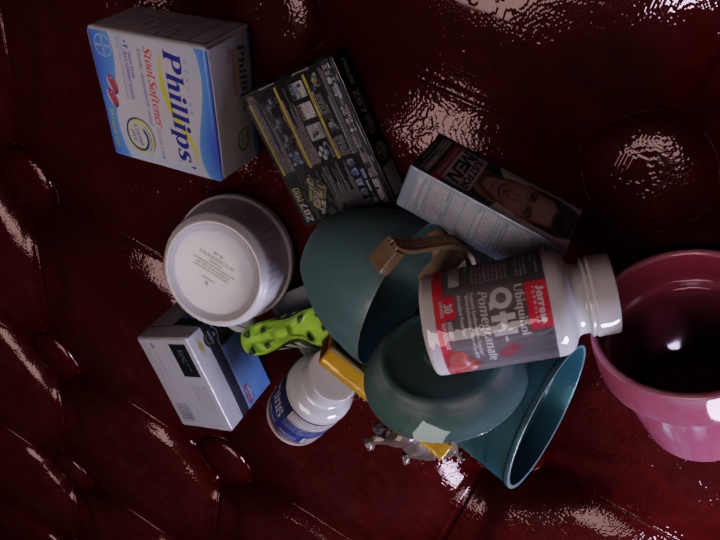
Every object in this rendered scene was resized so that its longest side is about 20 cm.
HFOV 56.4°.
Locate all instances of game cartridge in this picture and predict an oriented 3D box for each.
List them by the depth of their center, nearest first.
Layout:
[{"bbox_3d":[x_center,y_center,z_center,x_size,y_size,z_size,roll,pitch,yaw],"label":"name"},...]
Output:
[{"bbox_3d":[0.029,0.162,0.912,0.199,0.176,0.033,41,91,-2],"label":"game cartridge"}]

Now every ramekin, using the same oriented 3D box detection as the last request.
[{"bbox_3d":[-0.207,-0.009,1.024,0.198,0.094,0.207,4,108,12],"label":"ramekin"}]

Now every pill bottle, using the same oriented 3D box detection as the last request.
[{"bbox_3d":[0.167,0.041,0.712,0.196,0.111,0.112,-12,117,15],"label":"pill bottle"},{"bbox_3d":[-0.075,0.198,1.064,0.110,0.111,0.200,39,144,1],"label":"pill bottle"}]

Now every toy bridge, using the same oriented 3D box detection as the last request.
[{"bbox_3d":[0.097,-0.005,0.782,0.067,0.198,0.027,-50,49,18],"label":"toy bridge"}]

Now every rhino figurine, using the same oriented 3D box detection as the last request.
[{"bbox_3d":[0.100,0.270,1.059,0.087,0.061,0.198,-31,137,33],"label":"rhino figurine"}]

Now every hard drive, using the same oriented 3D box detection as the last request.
[{"bbox_3d":[-0.050,0.105,1.094,0.138,0.033,0.202,-21,109,39],"label":"hard drive"}]

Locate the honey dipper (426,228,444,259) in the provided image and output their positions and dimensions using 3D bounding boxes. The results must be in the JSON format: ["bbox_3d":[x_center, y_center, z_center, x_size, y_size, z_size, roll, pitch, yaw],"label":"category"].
[{"bbox_3d":[0.097,0.000,0.863,0.037,0.038,0.201,20,159,18],"label":"honey dipper"}]

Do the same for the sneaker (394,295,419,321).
[{"bbox_3d":[0.064,0.132,1.015,0.103,0.060,0.201,32,120,-3],"label":"sneaker"}]

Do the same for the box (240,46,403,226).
[{"bbox_3d":[-0.048,-0.168,0.890,0.159,0.049,0.202,-12,115,34],"label":"box"}]

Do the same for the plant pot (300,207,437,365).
[{"bbox_3d":[0.000,0.000,0.874,0.133,0.200,0.203,29,133,21],"label":"plant pot"}]

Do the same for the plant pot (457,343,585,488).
[{"bbox_3d":[0.167,0.147,0.892,0.186,0.199,0.203,27,133,29],"label":"plant pot"}]

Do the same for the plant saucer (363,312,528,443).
[{"bbox_3d":[0.096,0.107,0.789,0.196,0.201,0.036,8,134,26],"label":"plant saucer"}]

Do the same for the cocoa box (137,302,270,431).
[{"bbox_3d":[-0.276,0.163,1.207,0.131,0.131,0.203,-2,120,33],"label":"cocoa box"}]

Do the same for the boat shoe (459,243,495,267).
[{"bbox_3d":[0.200,0.011,0.867,0.198,0.057,0.067,33,169,13],"label":"boat shoe"}]

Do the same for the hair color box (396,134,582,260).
[{"bbox_3d":[0.153,-0.075,0.795,0.198,0.099,0.061,30,131,9],"label":"hair color box"}]

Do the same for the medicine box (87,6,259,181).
[{"bbox_3d":[-0.250,-0.245,0.923,0.197,0.103,0.185,17,129,22],"label":"medicine box"}]

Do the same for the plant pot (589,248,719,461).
[{"bbox_3d":[0.369,0.109,0.744,0.197,0.202,0.180,-1,136,31],"label":"plant pot"}]

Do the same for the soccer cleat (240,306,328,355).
[{"bbox_3d":[-0.091,0.089,1.045,0.196,0.081,0.069,-10,96,13],"label":"soccer cleat"}]

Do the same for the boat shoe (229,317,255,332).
[{"bbox_3d":[-0.233,0.013,1.114,0.066,0.074,0.201,-26,105,41],"label":"boat shoe"}]
